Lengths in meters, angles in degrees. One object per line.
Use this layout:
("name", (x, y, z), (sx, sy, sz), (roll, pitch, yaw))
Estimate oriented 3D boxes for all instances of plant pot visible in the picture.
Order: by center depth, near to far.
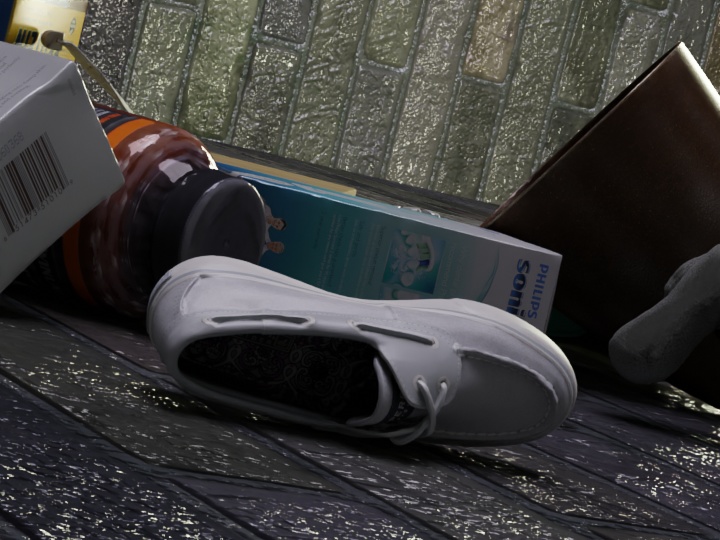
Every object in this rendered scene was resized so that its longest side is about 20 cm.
("plant pot", (0.206, -0.012, 1.564), (0.200, 0.187, 0.187), (47, 5, 0))

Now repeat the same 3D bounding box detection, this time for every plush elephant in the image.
("plush elephant", (0.270, 0.036, 1.412), (0.164, 0.201, 0.155), (21, -15, 42))

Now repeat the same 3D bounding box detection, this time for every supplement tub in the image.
("supplement tub", (-0.148, -0.037, 1.295), (0.199, 0.108, 0.107), (17, 5, 34))

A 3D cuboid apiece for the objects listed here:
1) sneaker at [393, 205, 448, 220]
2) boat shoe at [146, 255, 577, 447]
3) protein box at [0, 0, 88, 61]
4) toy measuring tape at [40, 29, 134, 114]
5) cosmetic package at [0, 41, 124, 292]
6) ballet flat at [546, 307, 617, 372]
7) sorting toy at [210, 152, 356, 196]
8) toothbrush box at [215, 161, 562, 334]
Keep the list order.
("sneaker", (0.076, 0.006, 1.772), (0.199, 0.076, 0.081), (16, -10, -5))
("boat shoe", (0.005, 0.045, 1.051), (0.199, 0.072, 0.069), (20, 24, -18))
("protein box", (-0.306, -0.152, 1.619), (0.197, 0.201, 0.135), (15, 5, 12))
("toy measuring tape", (-0.157, -0.066, 1.591), (0.200, 0.074, 0.074), (47, -4, -14))
("cosmetic package", (-0.232, -0.063, 1.213), (0.199, 0.081, 0.113), (18, 50, 40))
("ballet flat", (0.161, 0.038, 1.653), (0.199, 0.070, 0.069), (13, 4, -4))
("sorting toy", (-0.114, -0.049, 1.792), (0.199, 0.070, 0.199), (14, 4, 4))
("toothbrush box", (0.000, 0.000, 1.426), (0.199, 0.086, 0.146), (12, 3, -15))
